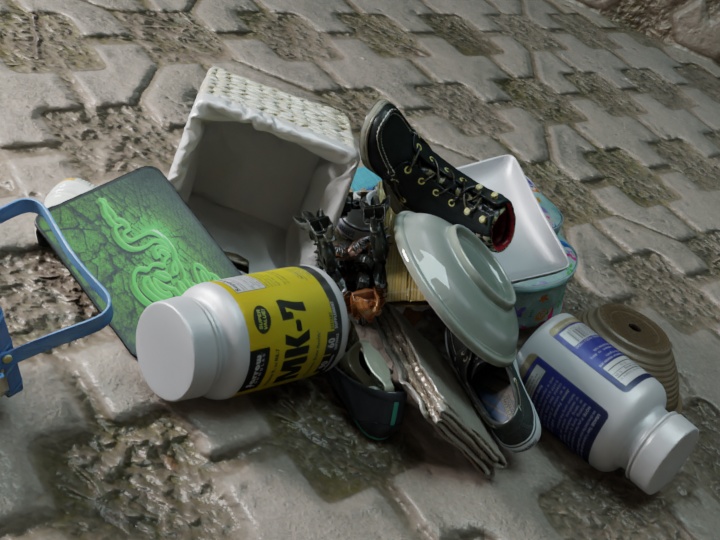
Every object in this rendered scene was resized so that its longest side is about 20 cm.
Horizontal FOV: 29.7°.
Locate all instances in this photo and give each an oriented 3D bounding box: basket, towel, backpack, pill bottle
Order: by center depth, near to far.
[{"bbox_3d":[-0.336,0.023,1.177,0.198,0.140,0.176,-27,49,-20],"label":"basket"},{"bbox_3d":[-0.116,0.063,1.340,0.198,0.115,0.114,-12,43,-45],"label":"pill bottle"},{"bbox_3d":[0.080,0.125,1.435,0.133,0.034,0.201,46,9,-34],"label":"towel"},{"bbox_3d":[0.270,0.151,1.509,0.199,0.121,0.119,40,30,28],"label":"pill bottle"},{"bbox_3d":[-0.123,-0.105,1.559,0.196,0.202,0.161,18,24,-12],"label":"basket"},{"bbox_3d":[0.180,-0.024,1.735,0.175,0.152,0.201,-9,49,-30],"label":"backpack"}]

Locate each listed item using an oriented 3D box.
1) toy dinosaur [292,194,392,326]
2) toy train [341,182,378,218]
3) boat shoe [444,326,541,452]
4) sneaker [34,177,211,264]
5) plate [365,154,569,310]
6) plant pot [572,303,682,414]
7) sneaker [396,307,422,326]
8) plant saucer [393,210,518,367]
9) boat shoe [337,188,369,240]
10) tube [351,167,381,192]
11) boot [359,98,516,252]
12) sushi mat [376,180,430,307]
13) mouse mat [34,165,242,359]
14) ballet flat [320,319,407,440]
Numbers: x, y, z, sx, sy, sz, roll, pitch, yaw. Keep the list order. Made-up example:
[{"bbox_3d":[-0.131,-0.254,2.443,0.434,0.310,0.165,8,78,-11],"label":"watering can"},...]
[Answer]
[{"bbox_3d":[0.000,0.000,1.438,0.101,0.138,0.199,-19,21,-26],"label":"toy dinosaur"},{"bbox_3d":[-0.033,-0.091,1.718,0.197,0.034,0.046,1,41,4],"label":"toy train"},{"bbox_3d":[0.140,0.109,1.479,0.057,0.068,0.201,51,9,-45],"label":"boat shoe"},{"bbox_3d":[-0.255,-0.019,1.450,0.198,0.076,0.088,23,42,2],"label":"sneaker"},{"bbox_3d":[0.125,-0.042,1.621,0.197,0.033,0.202,-16,50,-7],"label":"plate"},{"bbox_3d":[0.318,0.107,1.665,0.198,0.094,0.202,20,27,-11],"label":"plant pot"},{"bbox_3d":[0.052,0.008,1.661,0.084,0.073,0.201,32,31,-10],"label":"sneaker"},{"bbox_3d":[0.116,0.008,1.446,0.200,0.050,0.201,45,20,-22],"label":"plant saucer"},{"bbox_3d":[0.046,-0.087,1.821,0.198,0.066,0.072,-7,40,-47],"label":"boat shoe"},{"bbox_3d":[0.003,-0.117,1.870,0.198,0.051,0.077,-9,37,-41],"label":"tube"},{"bbox_3d":[0.089,-0.103,1.501,0.152,0.074,0.204,25,-18,28],"label":"boot"},{"bbox_3d":[0.061,-0.035,1.591,0.094,0.012,0.202,-1,48,7],"label":"sushi mat"},{"bbox_3d":[-0.223,-0.013,1.408,0.160,0.008,0.201,-29,72,-34],"label":"mouse mat"},{"bbox_3d":[-0.014,0.092,1.432,0.072,0.074,0.200,0,35,-40],"label":"ballet flat"}]
